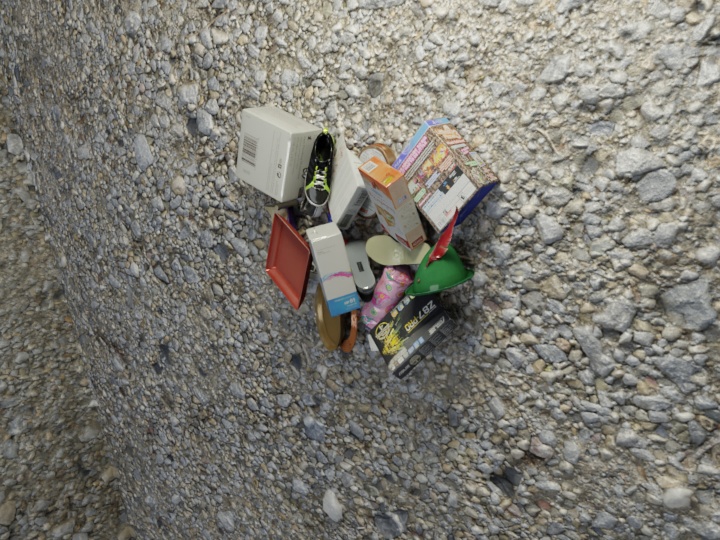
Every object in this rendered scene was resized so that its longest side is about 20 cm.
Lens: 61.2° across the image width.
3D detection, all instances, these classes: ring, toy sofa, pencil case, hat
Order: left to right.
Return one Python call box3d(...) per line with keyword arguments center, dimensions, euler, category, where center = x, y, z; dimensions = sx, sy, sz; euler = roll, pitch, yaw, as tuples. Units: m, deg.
box3d(center=(-0.211, -0.100, 1.794), dimensions=(0.096, 0.082, 0.204), euler=(6, 109, 42), category="toy sofa")
box3d(center=(-0.040, 0.129, 1.720), dimensions=(0.200, 0.019, 0.205), euler=(177, 90, -69), category="ring")
box3d(center=(0.065, 0.069, 1.619), dimensions=(0.087, 0.087, 0.201), euler=(45, 128, 18), category="pencil case")
box3d(center=(0.173, -0.054, 1.424), dimensions=(0.197, 0.165, 0.179), euler=(-14, 100, 25), category="hat")

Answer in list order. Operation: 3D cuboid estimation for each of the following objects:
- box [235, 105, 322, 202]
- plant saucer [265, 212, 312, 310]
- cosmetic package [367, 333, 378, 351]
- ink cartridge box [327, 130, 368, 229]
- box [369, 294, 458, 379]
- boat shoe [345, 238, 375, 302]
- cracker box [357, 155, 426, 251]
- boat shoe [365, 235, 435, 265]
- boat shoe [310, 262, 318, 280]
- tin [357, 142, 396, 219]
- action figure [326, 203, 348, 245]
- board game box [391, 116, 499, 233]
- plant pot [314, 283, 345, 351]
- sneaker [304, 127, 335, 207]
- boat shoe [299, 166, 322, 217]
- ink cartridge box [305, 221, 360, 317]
box3d(center=(-0.230, -0.327, 1.698), dimensions=(0.198, 0.130, 0.202), euler=(30, 122, 28), category="box")
box3d(center=(-0.194, -0.028, 1.697), dimensions=(0.200, 0.036, 0.202), euler=(45, 133, 38), category="plant saucer")
box3d(center=(0.120, 0.174, 1.612), dimensions=(0.198, 0.082, 0.052), euler=(-9, 100, 41), category="cosmetic package")
box3d(center=(-0.040, -0.237, 1.600), dimensions=(0.161, 0.046, 0.203), euler=(-56, 38, 44), category="ink cartridge box")
box3d(center=(0.128, 0.145, 1.516), dimensions=(0.200, 0.049, 0.162), euler=(-44, 42, 11), category="box")
box3d(center=(0.003, 0.000, 1.619), dimensions=(0.069, 0.072, 0.201), euler=(86, 167, -44), category="boat shoe")
box3d(center=(0.077, -0.159, 1.458), dimensions=(0.134, 0.057, 0.202), euler=(42, 164, 49), category="cracker box")
box3d(center=(0.104, -0.049, 1.553), dimensions=(0.198, 0.063, 0.075), euler=(6, 95, 34), category="boat shoe")
box3d(center=(-0.101, -0.009, 1.719), dimensions=(0.198, 0.072, 0.070), euler=(18, 102, 62), category="boat shoe")
box3d(center=(0.030, -0.229, 1.577), dimensions=(0.111, 0.041, 0.203), euler=(36, 126, 31), category="tin")
box3d(center=(-0.067, -0.102, 1.693), dimensions=(0.065, 0.051, 0.203), euler=(-11, 100, 57), category="action figure")
box3d(center=(0.189, -0.220, 1.402), dimensions=(0.201, 0.096, 0.160), euler=(52, 131, 13), category="board game box")
box3d(center=(-0.087, 0.131, 1.764), dimensions=(0.199, 0.027, 0.204), euler=(-154, 61, -62), category="plant pot")
box3d(center=(-0.109, -0.268, 1.581), dimensions=(0.070, 0.083, 0.205), euler=(6, 94, -1), category="sneaker")
box3d(center=(-0.129, -0.248, 1.653), dimensions=(0.070, 0.065, 0.204), euler=(33, 115, 61), category="boat shoe")
box3d(center=(-0.070, -0.007, 1.538), dimensions=(0.145, 0.083, 0.204), euler=(-123, 17, -71), category="ink cartridge box")
